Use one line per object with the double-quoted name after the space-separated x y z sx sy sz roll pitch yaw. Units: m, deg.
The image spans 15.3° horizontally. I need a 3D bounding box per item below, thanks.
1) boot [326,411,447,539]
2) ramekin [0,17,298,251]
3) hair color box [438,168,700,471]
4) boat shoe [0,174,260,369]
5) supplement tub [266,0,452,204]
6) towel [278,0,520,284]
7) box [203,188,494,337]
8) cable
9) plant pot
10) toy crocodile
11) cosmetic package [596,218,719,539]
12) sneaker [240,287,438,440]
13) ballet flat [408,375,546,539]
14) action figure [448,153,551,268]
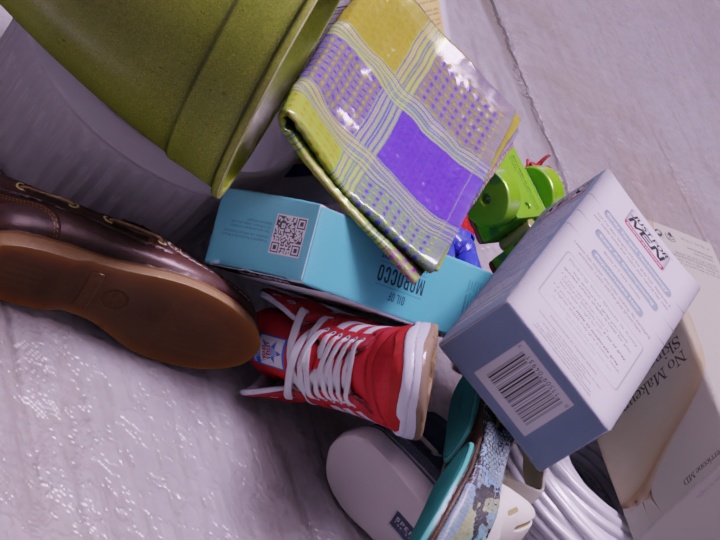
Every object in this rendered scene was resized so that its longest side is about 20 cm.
0.070 0.168 1.635 0.090 0.073 0.200 -15 62 -49 "boot"
-0.144 -0.100 1.685 0.200 0.105 0.201 29 33 -21 "ramekin"
0.130 0.027 1.630 0.099 0.061 0.200 52 34 -6 "hair color box"
-0.146 -0.003 1.595 0.199 0.070 0.071 24 39 -29 "boat shoe"
-0.011 -0.153 1.793 0.145 0.145 0.201 -22 104 -57 "supplement tub"
0.026 -0.093 1.653 0.144 0.023 0.200 48 35 -10 "towel"
0.000 0.000 1.662 0.082 0.049 0.200 11 -6 39 "box"
0.154 0.144 1.773 0.199 0.069 0.201 18 39 -37 "cable"
-0.115 -0.176 1.548 0.192 0.201 0.201 30 31 1 "plant pot"
0.109 -0.012 1.748 0.067 0.062 0.201 -14 74 -54 "toy crocodile"
0.204 0.077 1.745 0.073 0.104 0.201 19 38 -35 "cosmetic package"
-0.015 0.054 1.608 0.112 0.072 0.200 12 -2 -5 "sneaker"
0.076 0.125 1.576 0.074 0.074 0.200 37 36 -11 "ballet flat"
0.082 -0.030 1.881 0.065 0.099 0.200 32 30 -22 "action figure"
